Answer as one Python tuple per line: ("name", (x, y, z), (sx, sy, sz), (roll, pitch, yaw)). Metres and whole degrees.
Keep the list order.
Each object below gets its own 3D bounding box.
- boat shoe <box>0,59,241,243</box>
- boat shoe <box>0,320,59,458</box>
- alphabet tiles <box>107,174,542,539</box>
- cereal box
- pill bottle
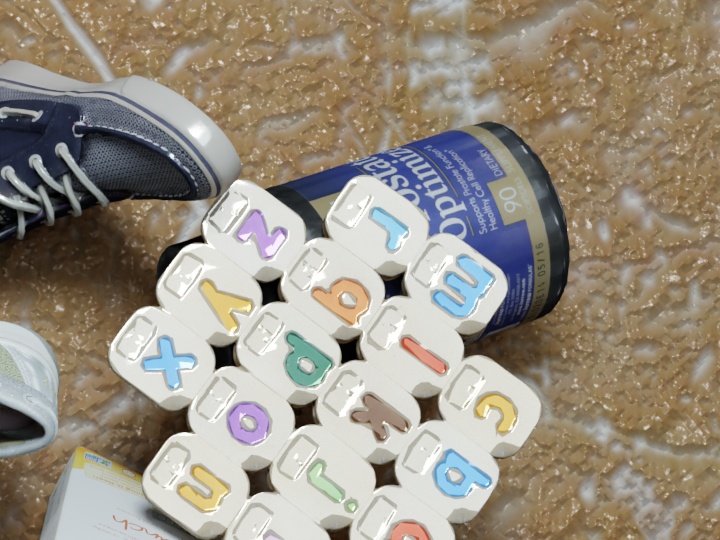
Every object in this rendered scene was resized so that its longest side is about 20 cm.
("boat shoe", (-0.147, -0.046, 1.469), (0.093, 0.200, 0.075), (-48, 123, -22))
("boat shoe", (-0.242, 0.060, 1.386), (0.201, 0.075, 0.065), (4, 24, -9))
("alphabet tiles", (-0.017, 0.056, 1.446), (0.195, 0.015, 0.200), (35, 74, -1))
("cereal box", (-0.087, 0.160, 1.404), (0.143, 0.200, 0.040), (27, 103, -9))
("pill bottle", (0.000, 0.000, 1.533), (0.199, 0.112, 0.112), (-19, 77, -25))
